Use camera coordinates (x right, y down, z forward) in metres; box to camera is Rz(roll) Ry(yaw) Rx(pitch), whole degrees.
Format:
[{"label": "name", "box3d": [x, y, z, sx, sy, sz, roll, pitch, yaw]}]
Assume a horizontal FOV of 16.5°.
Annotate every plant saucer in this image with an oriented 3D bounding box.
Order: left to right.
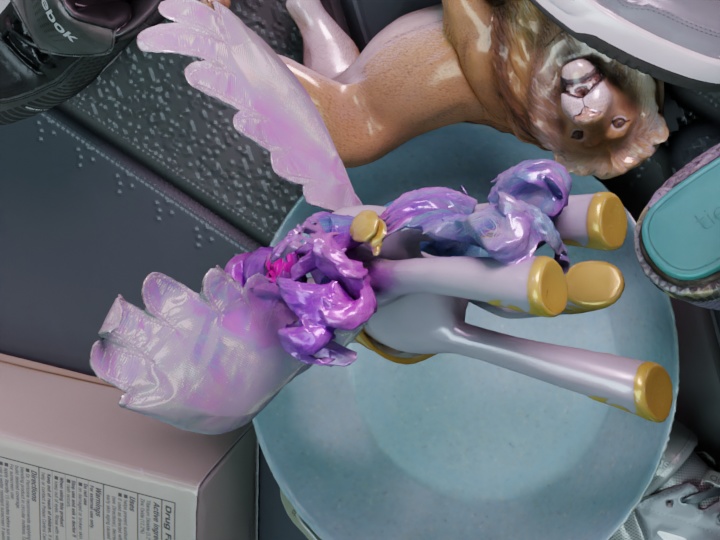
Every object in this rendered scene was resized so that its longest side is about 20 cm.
[{"label": "plant saucer", "box3d": [0.046, 0.038, 1.062, 0.201, 0.039, 0.201, 1, 92, 27]}]

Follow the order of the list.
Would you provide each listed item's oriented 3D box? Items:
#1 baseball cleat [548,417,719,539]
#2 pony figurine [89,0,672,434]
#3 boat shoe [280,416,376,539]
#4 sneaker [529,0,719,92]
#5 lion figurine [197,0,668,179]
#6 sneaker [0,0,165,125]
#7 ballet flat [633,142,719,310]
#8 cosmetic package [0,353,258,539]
[{"label": "baseball cleat", "box3d": [0.159, 0.110, 1.056, 0.200, 0.070, 0.106, -2, 115, 24]}, {"label": "pony figurine", "box3d": [0.000, 0.000, 0.957, 0.200, 0.167, 0.193, 1, 157, 31]}, {"label": "boat shoe", "box3d": [0.045, 0.147, 1.138, 0.200, 0.072, 0.062, 49, 149, -1]}, {"label": "sneaker", "box3d": [0.096, -0.167, 0.937, 0.200, 0.084, 0.121, 39, 134, 2]}, {"label": "lion figurine", "box3d": [0.024, -0.081, 1.019, 0.200, 0.072, 0.123, -13, 106, 35]}, {"label": "sneaker", "box3d": [-0.120, -0.117, 1.050, 0.200, 0.091, 0.066, -34, 98, 33]}, {"label": "ballet flat", "box3d": [0.196, -0.051, 0.954, 0.200, 0.072, 0.072, -34, 99, 8]}, {"label": "cosmetic package", "box3d": [-0.153, 0.105, 1.191, 0.200, 0.073, 0.104, 13, 120, 17]}]
